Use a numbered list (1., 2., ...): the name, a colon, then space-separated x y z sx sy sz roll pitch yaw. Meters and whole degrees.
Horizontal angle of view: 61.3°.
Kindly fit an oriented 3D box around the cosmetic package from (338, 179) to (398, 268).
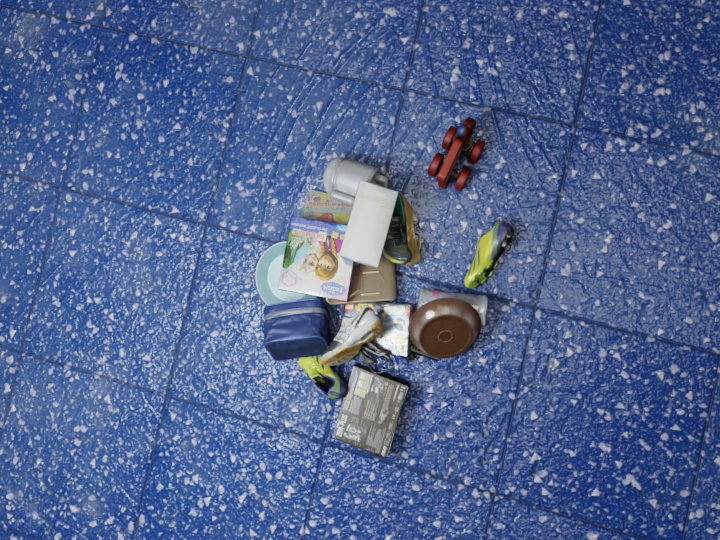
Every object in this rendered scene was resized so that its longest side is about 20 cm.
1. cosmetic package: 0.022 -0.118 1.577 0.110 0.081 0.206 18 91 2

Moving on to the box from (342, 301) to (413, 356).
1. box: 0.045 0.156 1.674 0.194 0.040 0.142 3 87 20

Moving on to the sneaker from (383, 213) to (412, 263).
1. sneaker: 0.086 -0.101 1.639 0.072 0.082 0.202 -9 50 -24

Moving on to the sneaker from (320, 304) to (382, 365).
1. sneaker: -0.031 0.172 1.612 0.198 0.075 0.089 -37 58 13

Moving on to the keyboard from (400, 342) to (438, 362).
1. keyboard: 0.135 0.198 1.679 0.195 0.040 0.107 17 88 9

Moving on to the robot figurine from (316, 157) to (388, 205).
1. robot figurine: -0.020 -0.245 1.685 0.195 0.115 0.171 18 46 14

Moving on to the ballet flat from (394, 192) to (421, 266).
1. ballet flat: 0.134 -0.115 1.696 0.061 0.068 0.207 -4 88 -21

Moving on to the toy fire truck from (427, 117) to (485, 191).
1. toy fire truck: 0.260 -0.316 1.630 0.110 0.168 0.204 27 90 8

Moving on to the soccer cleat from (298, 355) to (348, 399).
1. soccer cleat: -0.114 0.279 1.653 0.199 0.083 0.066 34 100 42

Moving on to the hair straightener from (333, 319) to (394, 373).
1. hair straightener: 0.006 0.216 1.647 0.197 0.041 0.078 33 97 15

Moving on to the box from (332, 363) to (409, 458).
1. box: 0.030 0.380 1.656 0.159 0.086 0.206 17 88 8

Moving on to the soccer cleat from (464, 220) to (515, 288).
1. soccer cleat: 0.340 -0.044 1.657 0.083 0.064 0.202 38 95 34

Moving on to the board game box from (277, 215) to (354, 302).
1. board game box: -0.110 -0.031 1.646 0.194 0.041 0.206 9 84 7

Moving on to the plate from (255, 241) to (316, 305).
1. plate: -0.203 0.020 1.729 0.194 0.026 0.207 1 94 10

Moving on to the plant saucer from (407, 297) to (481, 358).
1. plant saucer: 0.222 0.163 1.594 0.194 0.037 0.205 1 124 1

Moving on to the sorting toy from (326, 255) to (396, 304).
1. sorting toy: 0.000 0.000 1.691 0.193 0.037 0.191 -3 71 2

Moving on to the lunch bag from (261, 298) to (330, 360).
1. lunch bag: -0.180 0.156 1.667 0.193 0.137 0.136 -7 59 6

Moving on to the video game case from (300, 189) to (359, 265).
1. video game case: -0.076 -0.123 1.707 0.194 0.023 0.187 13 70 8

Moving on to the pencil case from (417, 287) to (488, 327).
1. pencil case: 0.250 0.098 1.642 0.194 0.091 0.086 7 103 8
